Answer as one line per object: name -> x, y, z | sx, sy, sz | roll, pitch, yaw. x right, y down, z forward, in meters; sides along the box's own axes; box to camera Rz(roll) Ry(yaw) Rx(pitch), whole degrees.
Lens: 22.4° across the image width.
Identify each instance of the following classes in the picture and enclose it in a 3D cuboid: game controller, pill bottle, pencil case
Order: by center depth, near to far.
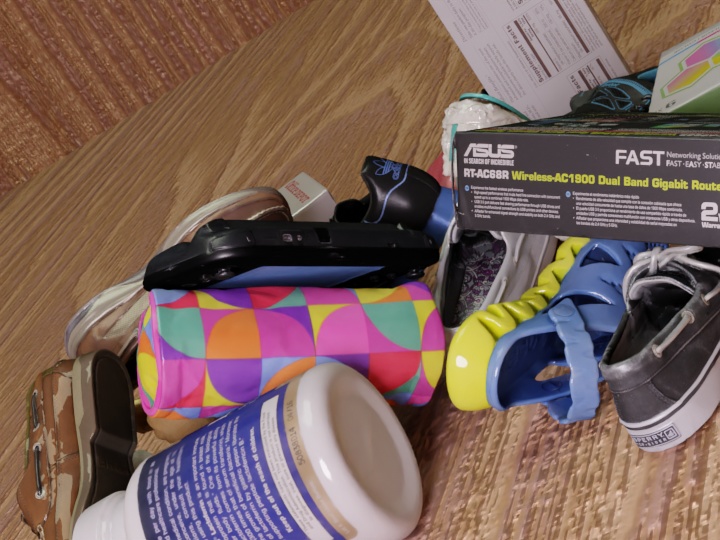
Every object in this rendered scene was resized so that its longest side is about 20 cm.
pill bottle -> -0.071, 0.147, 1.108 | 0.199, 0.116, 0.116 | -29, 16, 22
pencil case -> -0.044, 0.049, 1.154 | 0.198, 0.089, 0.088 | -1, 5, -18
game controller -> -0.043, -0.004, 1.188 | 0.199, 0.042, 0.104 | 1, -23, -43

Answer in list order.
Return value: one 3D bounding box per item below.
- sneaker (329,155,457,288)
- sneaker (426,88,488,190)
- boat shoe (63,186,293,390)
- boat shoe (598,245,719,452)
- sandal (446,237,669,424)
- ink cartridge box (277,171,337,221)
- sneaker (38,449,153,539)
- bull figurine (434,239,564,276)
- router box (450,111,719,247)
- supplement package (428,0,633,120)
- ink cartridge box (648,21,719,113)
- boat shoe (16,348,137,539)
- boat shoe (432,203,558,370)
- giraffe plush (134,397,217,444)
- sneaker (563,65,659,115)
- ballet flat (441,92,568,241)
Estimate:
sneaker -> 0.000, 0.000, 1.337 | 0.201, 0.078, 0.070 | -60, 6, 33
sneaker -> 0.089, -0.093, 1.578 | 0.087, 0.074, 0.200 | -32, 14, 25
boat shoe -> -0.124, 0.020, 1.339 | 0.200, 0.076, 0.072 | -41, 59, 6
boat shoe -> 0.182, 0.019, 1.037 | 0.073, 0.068, 0.200 | -21, 20, 42
sandal -> 0.138, 0.035, 1.105 | 0.087, 0.080, 0.200 | 20, 42, 31
ink cartridge box -> -0.061, 0.018, 1.460 | 0.200, 0.126, 0.129 | -37, 15, -3
sneaker -> -0.199, 0.201, 1.245 | 0.199, 0.076, 0.088 | -33, 58, -18
bull figurine -> 0.105, -0.036, 1.383 | 0.121, 0.065, 0.200 | -39, 14, -2
router box -> 0.176, -0.057, 1.079 | 0.199, 0.063, 0.149 | 5, 11, 39
supplement package -> 0.143, -0.205, 1.547 | 0.110, 0.201, 0.156 | -31, 15, 11
ink cartridge box -> 0.266, -0.123, 1.303 | 0.103, 0.059, 0.200 | -28, 17, 25
boat shoe -> -0.187, 0.153, 1.198 | 0.068, 0.072, 0.201 | -18, 55, 23
boat shoe -> 0.085, -0.015, 1.241 | 0.072, 0.069, 0.201 | 0, 48, 27
giraffe plush -> -0.088, 0.092, 1.287 | 0.162, 0.172, 0.201 | -51, 12, 45
sneaker -> 0.200, -0.110, 1.384 | 0.082, 0.073, 0.200 | -28, 17, 19
ballet flat -> 0.128, -0.056, 1.232 | 0.072, 0.199, 0.072 | -33, 47, 43
